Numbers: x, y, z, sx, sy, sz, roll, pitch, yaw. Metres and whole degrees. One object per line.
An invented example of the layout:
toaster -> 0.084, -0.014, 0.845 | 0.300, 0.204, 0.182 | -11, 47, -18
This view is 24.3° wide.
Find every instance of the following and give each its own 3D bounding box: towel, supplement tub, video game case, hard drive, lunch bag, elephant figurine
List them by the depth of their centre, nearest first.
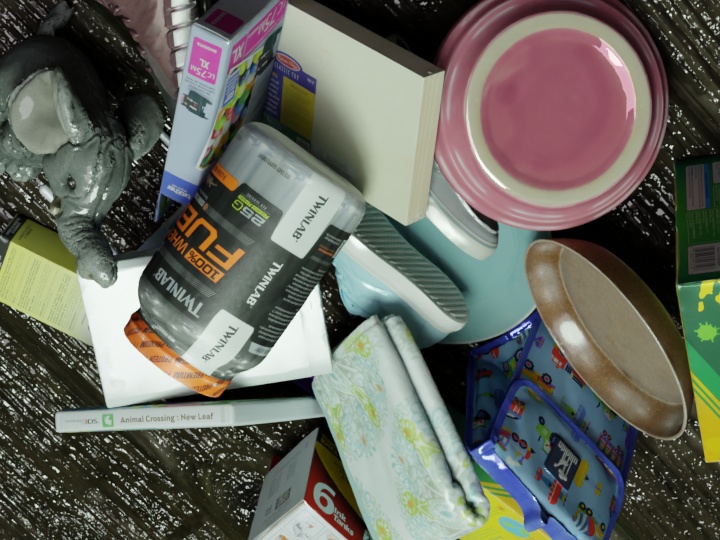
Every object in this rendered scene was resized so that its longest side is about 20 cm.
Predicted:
supplement tub -> -0.095, -0.007, 1.335 | 0.122, 0.123, 0.201 | 34, 95, -8
elephant figurine -> -0.232, -0.107, 1.387 | 0.199, 0.141, 0.156 | 26, 139, 42
hard drive -> -0.131, 0.040, 1.430 | 0.198, 0.026, 0.133 | -9, 111, 1
towel -> 0.028, 0.148, 1.457 | 0.201, 0.048, 0.171 | 65, 155, 9
lunch bag -> 0.158, 0.158, 1.461 | 0.094, 0.200, 0.151 | -34, 109, 29
video game case -> -0.148, 0.129, 1.525 | 0.181, 0.200, 0.022 | -5, 86, 24

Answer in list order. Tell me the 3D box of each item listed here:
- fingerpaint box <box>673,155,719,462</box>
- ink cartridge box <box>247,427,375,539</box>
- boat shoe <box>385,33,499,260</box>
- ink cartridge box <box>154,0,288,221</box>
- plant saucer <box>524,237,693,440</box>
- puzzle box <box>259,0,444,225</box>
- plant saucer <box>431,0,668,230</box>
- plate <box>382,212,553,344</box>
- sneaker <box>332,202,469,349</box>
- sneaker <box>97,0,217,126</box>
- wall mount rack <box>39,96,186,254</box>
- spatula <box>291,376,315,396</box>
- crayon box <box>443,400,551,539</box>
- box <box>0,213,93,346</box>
fingerpaint box -> 0.299, 0.026, 1.344 | 0.073, 0.200, 0.168 | -7, 119, 14
ink cartridge box -> -0.001, 0.256, 1.586 | 0.200, 0.176, 0.084 | 43, 111, -14
boat shoe -> 0.063, -0.105, 1.378 | 0.071, 0.070, 0.202 | -36, 85, 23
ink cartridge box -> -0.112, -0.137, 1.361 | 0.042, 0.119, 0.201 | 27, 131, 8
plant saucer -> 0.212, 0.050, 1.391 | 0.034, 0.200, 0.201 | -35, 114, -16
puzzle box -> -0.016, -0.139, 1.363 | 0.200, 0.025, 0.134 | 34, 132, 35
plant saucer -> 0.152, -0.129, 1.325 | 0.199, 0.051, 0.202 | -1, 101, -7
plate -> 0.073, -0.025, 1.476 | 0.198, 0.026, 0.202 | 6, 121, 10
sneaker -> 0.000, 0.000, 1.451 | 0.082, 0.074, 0.200 | -39, 105, 27
sneaker -> -0.179, -0.208, 1.407 | 0.115, 0.076, 0.202 | 7, 115, 20
wall mount rack -> -0.186, -0.045, 1.486 | 0.200, 0.074, 0.174 | -42, 66, 13
spatula -> 0.006, 0.115, 1.578 | 0.198, 0.021, 0.057 | 20, 144, -3
crayon box -> 0.111, 0.209, 1.563 | 0.200, 0.051, 0.127 | 39, 151, -10
box -> -0.251, 0.026, 1.573 | 0.199, 0.050, 0.076 | 25, 123, -1
